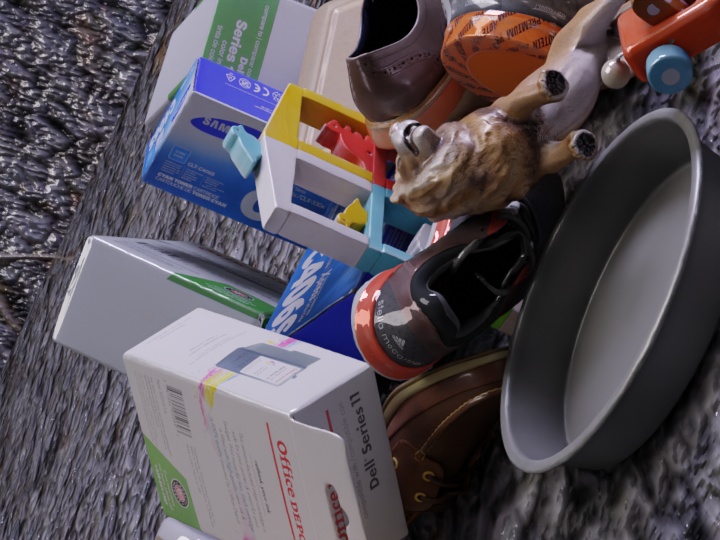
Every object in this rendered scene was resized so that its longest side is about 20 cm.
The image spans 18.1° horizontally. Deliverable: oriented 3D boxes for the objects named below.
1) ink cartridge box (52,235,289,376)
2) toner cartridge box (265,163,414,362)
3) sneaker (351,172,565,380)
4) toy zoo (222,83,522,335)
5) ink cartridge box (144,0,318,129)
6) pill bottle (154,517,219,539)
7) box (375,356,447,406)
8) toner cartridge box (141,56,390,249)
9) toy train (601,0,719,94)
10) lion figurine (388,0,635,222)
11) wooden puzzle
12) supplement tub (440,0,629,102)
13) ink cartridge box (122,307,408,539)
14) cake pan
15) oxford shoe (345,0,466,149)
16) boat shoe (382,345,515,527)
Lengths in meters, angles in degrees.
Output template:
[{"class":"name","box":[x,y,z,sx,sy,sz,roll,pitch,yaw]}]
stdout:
[{"class":"ink cartridge box","box":[-0.111,0.039,1.637,0.084,0.146,0.200,-69,-17,6]},{"class":"toner cartridge box","box":[0.000,0.000,1.433,0.095,0.043,0.200,-34,16,29]},{"class":"sneaker","box":[0.077,-0.006,1.278,0.082,0.077,0.200,-24,17,45]},{"class":"toy zoo","box":[0.010,-0.045,1.373,0.021,0.199,0.132,-56,17,34]},{"class":"ink cartridge box","box":[-0.042,-0.128,1.684,0.145,0.199,0.085,149,139,-66]},{"class":"pill bottle","box":[-0.120,0.278,1.527,0.201,0.110,0.111,-68,15,-2]},{"class":"box","box":[-0.007,0.089,1.533,0.160,0.046,0.200,-68,15,-6]},{"class":"toner cartridge box","box":[-0.047,-0.070,1.610,0.095,0.199,0.043,-56,20,38]},{"class":"toy train","box":[0.178,-0.181,1.157,0.150,0.056,0.201,-27,31,24]},{"class":"lion figurine","box":[0.108,-0.098,1.252,0.200,0.073,0.122,-36,7,-30]},{"class":"wooden puzzle","box":[0.038,-0.139,1.512,0.199,0.037,0.186,-21,37,27]},{"class":"supplement tub","box":[0.121,-0.205,1.370,0.122,0.122,0.201,-31,37,66]},{"class":"ink cartridge box","box":[-0.043,0.104,1.301,0.199,0.067,0.118,17,127,46]},{"class":"cake pan","box":[0.134,0.016,1.160,0.201,0.037,0.201,-59,16,29]},{"class":"oxford shoe","box":[0.046,-0.164,1.422,0.071,0.073,0.201,-13,34,32]},{"class":"boat shoe","box":[0.043,0.106,1.317,0.200,0.072,0.068,-44,60,47]}]
